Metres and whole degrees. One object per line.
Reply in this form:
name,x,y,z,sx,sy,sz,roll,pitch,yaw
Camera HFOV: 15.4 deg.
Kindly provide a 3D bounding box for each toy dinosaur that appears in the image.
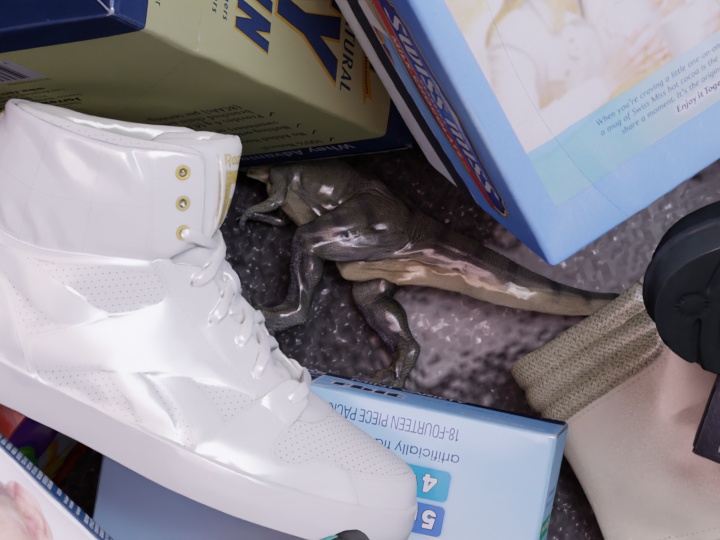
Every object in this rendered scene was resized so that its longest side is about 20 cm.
toy dinosaur,0.000,0.000,1.056,0.199,0.047,0.088,27,77,9

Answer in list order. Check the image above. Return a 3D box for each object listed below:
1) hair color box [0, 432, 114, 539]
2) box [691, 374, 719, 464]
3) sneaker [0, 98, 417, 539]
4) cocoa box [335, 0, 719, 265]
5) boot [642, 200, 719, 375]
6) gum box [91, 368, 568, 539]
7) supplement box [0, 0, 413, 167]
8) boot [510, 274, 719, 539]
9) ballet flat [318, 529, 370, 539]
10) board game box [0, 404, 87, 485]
hair color box,-0.121,0.135,0.948,0.200,0.061,0.100,43,85,-3
box,0.226,0.013,0.968,0.158,0.048,0.200,21,49,9
sneaker,-0.053,0.013,0.935,0.199,0.074,0.116,25,98,-6
cocoa box,0.096,-0.121,0.902,0.199,0.131,0.134,-33,115,-5
boot,0.175,-0.047,0.933,0.197,0.074,0.163,-6,47,-12
gum box,-0.023,0.140,1.007,0.169,0.045,0.201,12,95,9
supplement box,-0.110,-0.120,0.987,0.199,0.199,0.135,-5,78,30
boot,0.171,0.055,1.008,0.199,0.072,0.155,-26,74,5
ballet flat,0.034,0.169,0.932,0.068,0.068,0.200,-50,120,-27
board game box,-0.197,0.088,1.033,0.103,0.105,0.200,38,86,12
